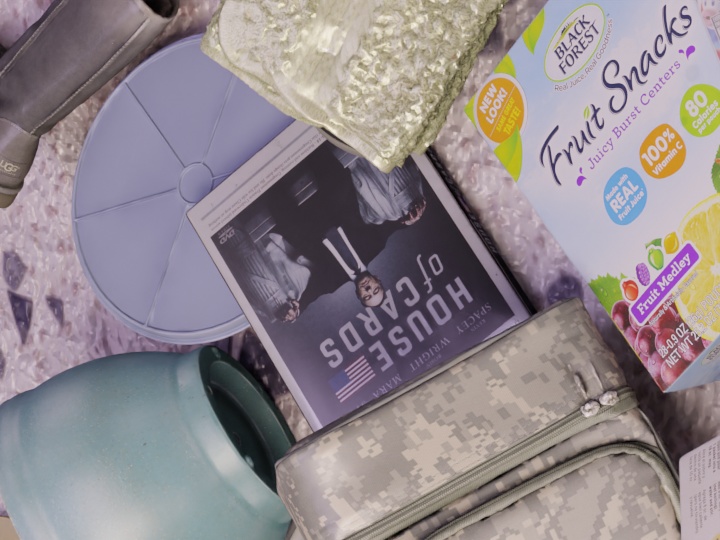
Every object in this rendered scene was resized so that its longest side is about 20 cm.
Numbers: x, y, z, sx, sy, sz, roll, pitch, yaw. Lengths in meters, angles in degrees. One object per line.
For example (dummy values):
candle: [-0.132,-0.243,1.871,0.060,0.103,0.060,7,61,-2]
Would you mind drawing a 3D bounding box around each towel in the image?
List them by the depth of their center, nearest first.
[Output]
towel: [0.014,-0.171,1.256,0.148,0.036,0.201,31,94,8]

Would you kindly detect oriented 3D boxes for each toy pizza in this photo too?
toy pizza: [-0.097,-0.051,1.432,0.199,0.032,0.202,-7,76,28]

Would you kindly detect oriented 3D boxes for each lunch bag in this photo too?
lunch bag: [0.075,0.132,1.190,0.169,0.199,0.139,62,173,8]

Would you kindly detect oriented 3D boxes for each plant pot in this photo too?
plant pot: [-0.116,0.130,1.413,0.134,0.200,0.201,-33,70,13]

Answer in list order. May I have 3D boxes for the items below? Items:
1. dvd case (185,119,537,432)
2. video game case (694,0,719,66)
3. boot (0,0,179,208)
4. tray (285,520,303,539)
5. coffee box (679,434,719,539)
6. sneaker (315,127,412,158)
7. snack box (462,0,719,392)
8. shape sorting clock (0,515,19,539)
dvd case: [0.000,0.000,1.337,0.150,0.025,0.201,-39,66,15]
video game case: [0.209,-0.207,1.098,0.142,0.018,0.202,-26,70,22]
boot: [-0.207,-0.161,1.525,0.200,0.072,0.183,-52,42,29]
tray: [0.006,0.144,1.392,0.107,0.022,0.201,47,125,31]
coffee box: [0.257,0.101,1.056,0.200,0.114,0.080,-38,37,44]
sneaker: [-0.037,-0.143,1.312,0.075,0.106,0.200,-47,52,3]
snack box: [0.167,-0.068,1.172,0.169,0.067,0.201,-52,59,34]
shape sorting clock: [-0.258,0.280,1.659,0.199,0.039,0.202,7,100,45]
